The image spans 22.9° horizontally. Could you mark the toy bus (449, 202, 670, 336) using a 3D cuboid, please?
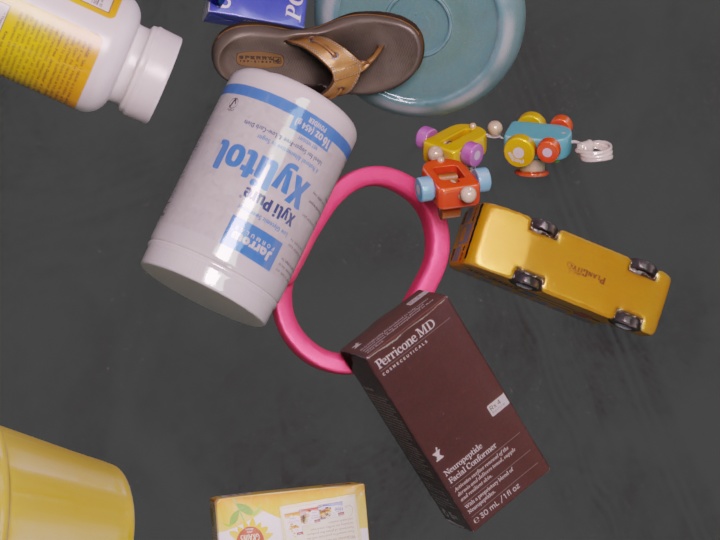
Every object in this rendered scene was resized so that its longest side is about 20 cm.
[{"bbox_3d":[0.190,0.002,1.691,0.198,0.078,0.066,21,79,-12],"label":"toy bus"}]

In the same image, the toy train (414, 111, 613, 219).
[{"bbox_3d":[0.130,-0.092,1.663,0.198,0.150,0.056,-11,120,-20],"label":"toy train"}]

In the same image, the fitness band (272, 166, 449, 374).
[{"bbox_3d":[0.000,0.000,1.666,0.143,0.037,0.201,33,79,-13],"label":"fitness band"}]

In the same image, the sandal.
[{"bbox_3d":[-0.041,-0.192,1.624,0.197,0.055,0.082,2,124,3],"label":"sandal"}]

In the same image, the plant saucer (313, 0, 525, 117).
[{"bbox_3d":[0.054,-0.231,1.643,0.198,0.027,0.202,3,118,5],"label":"plant saucer"}]

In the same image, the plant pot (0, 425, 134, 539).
[{"bbox_3d":[-0.299,0.218,1.493,0.187,0.200,0.203,9,83,-29],"label":"plant pot"}]

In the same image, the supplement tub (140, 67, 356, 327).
[{"bbox_3d":[-0.098,-0.066,1.594,0.131,0.132,0.202,27,78,-11],"label":"supplement tub"}]

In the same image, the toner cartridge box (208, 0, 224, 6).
[{"bbox_3d":[-0.201,-0.315,1.585,0.199,0.095,0.043,31,84,3],"label":"toner cartridge box"}]

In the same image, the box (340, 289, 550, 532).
[{"bbox_3d":[0.079,0.128,1.637,0.100,0.075,0.201,-37,104,-15],"label":"box"}]

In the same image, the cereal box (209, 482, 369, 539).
[{"bbox_3d":[-0.059,0.301,1.619,0.142,0.039,0.203,-3,86,-15],"label":"cereal box"}]

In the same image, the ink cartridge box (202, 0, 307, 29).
[{"bbox_3d":[-0.089,-0.328,1.664,0.093,0.044,0.203,8,83,-12],"label":"ink cartridge box"}]

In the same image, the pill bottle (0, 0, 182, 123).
[{"bbox_3d":[-0.264,-0.209,1.573,0.198,0.113,0.114,23,80,-12],"label":"pill bottle"}]
